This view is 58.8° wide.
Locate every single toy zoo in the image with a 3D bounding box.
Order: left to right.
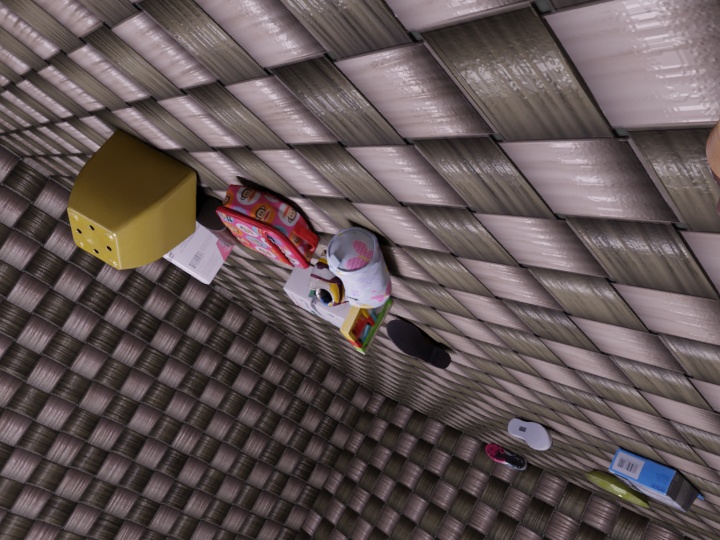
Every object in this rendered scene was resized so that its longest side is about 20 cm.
[{"bbox_3d":[0.013,0.087,1.298,0.020,0.132,0.200,25,167,21],"label":"toy zoo"}]

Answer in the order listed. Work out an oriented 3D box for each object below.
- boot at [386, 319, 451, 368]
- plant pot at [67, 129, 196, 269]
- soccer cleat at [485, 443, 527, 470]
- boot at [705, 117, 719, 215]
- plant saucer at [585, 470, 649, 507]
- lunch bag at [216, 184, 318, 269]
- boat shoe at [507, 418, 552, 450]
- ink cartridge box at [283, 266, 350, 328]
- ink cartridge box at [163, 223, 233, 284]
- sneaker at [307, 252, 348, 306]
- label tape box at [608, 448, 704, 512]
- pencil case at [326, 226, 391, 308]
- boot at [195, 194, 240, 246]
[{"bbox_3d":[0.116,0.169,1.592,0.188,0.069,0.200,26,176,-16],"label":"boot"},{"bbox_3d":[-0.470,-0.120,1.289,0.195,0.200,0.195,28,142,7],"label":"plant pot"},{"bbox_3d":[0.658,0.848,2.882,0.199,0.070,0.086,20,164,36],"label":"soccer cleat"},{"bbox_3d":[0.302,-0.047,0.352,0.199,0.073,0.166,20,176,33],"label":"boot"},{"bbox_3d":[0.806,0.676,1.997,0.199,0.031,0.200,29,167,7],"label":"plant saucer"},{"bbox_3d":[-0.156,-0.076,1.190,0.175,0.082,0.200,21,166,19],"label":"lunch bag"},{"bbox_3d":[0.501,0.473,1.846,0.056,0.069,0.200,25,175,-16],"label":"boat shoe"},{"bbox_3d":[-0.070,0.071,1.525,0.199,0.085,0.146,26,166,15],"label":"ink cartridge box"},{"bbox_3d":[-0.431,-0.081,1.608,0.200,0.147,0.083,36,167,-23],"label":"ink cartridge box"},{"bbox_3d":[-0.046,0.044,1.355,0.075,0.090,0.200,19,163,40],"label":"sneaker"},{"bbox_3d":[0.701,0.506,1.512,0.200,0.066,0.143,41,163,-34],"label":"label tape box"},{"bbox_3d":[0.000,0.000,1.093,0.200,0.090,0.083,69,180,-67],"label":"pencil case"},{"bbox_3d":[-0.320,-0.098,1.480,0.186,0.064,0.200,38,170,34],"label":"boot"}]
